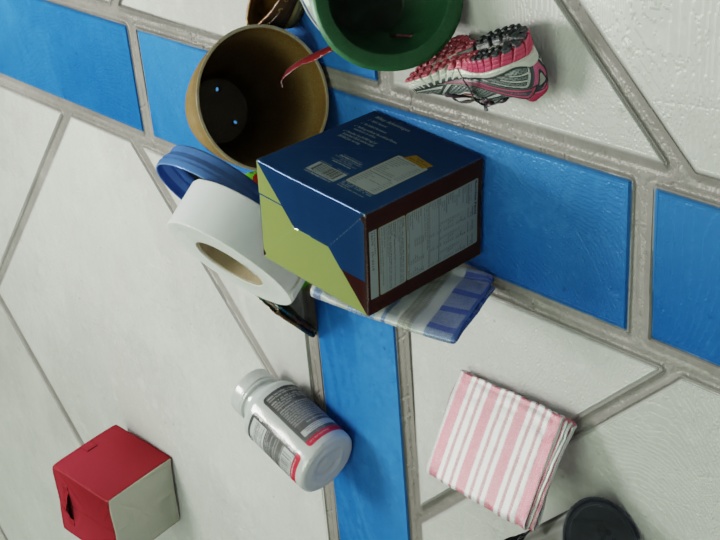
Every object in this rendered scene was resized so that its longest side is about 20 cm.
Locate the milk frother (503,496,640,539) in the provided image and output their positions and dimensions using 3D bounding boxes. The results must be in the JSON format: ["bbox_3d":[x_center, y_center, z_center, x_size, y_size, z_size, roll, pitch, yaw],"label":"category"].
[{"bbox_3d":[0.254,0.413,1.477,0.201,0.180,0.188,53,145,7],"label":"milk frother"}]

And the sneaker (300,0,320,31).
[{"bbox_3d":[-0.022,-0.382,1.421,0.114,0.080,0.203,6,114,53],"label":"sneaker"}]

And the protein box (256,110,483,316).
[{"bbox_3d":[0.013,-0.077,1.461,0.197,0.199,0.137,28,132,39],"label":"protein box"}]

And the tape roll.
[{"bbox_3d":[-0.158,-0.036,1.614,0.200,0.071,0.203,29,165,8],"label":"tape roll"}]

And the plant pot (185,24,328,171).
[{"bbox_3d":[-0.165,-0.224,1.643,0.199,0.184,0.189,2,114,65],"label":"plant pot"}]

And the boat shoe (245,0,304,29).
[{"bbox_3d":[-0.099,-0.382,1.531,0.072,0.067,0.201,49,142,20],"label":"boat shoe"}]

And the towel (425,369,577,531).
[{"bbox_3d":[0.173,0.225,1.526,0.199,0.030,0.148,22,91,48],"label":"towel"}]

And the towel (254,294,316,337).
[{"bbox_3d":[-0.158,0.019,1.830,0.200,0.022,0.147,41,-179,27],"label":"towel"}]

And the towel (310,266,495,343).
[{"bbox_3d":[0.052,0.019,1.473,0.197,0.147,0.024,18,126,20],"label":"towel"}]

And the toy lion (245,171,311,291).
[{"bbox_3d":[-0.110,-0.072,1.754,0.194,0.068,0.200,62,146,17],"label":"toy lion"}]

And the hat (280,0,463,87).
[{"bbox_3d":[0.007,-0.310,1.416,0.176,0.196,0.169,-155,63,-81],"label":"hat"}]

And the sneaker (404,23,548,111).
[{"bbox_3d":[0.124,-0.214,1.342,0.199,0.081,0.075,6,137,56],"label":"sneaker"}]

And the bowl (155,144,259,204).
[{"bbox_3d":[-0.191,-0.105,1.673,0.199,0.040,0.201,29,166,8],"label":"bowl"}]

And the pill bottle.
[{"bbox_3d":[-0.115,0.246,1.906,0.199,0.110,0.112,39,138,31],"label":"pill bottle"}]

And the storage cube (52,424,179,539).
[{"bbox_3d":[-0.495,0.454,2.462,0.178,0.199,0.173,21,127,35],"label":"storage cube"}]
